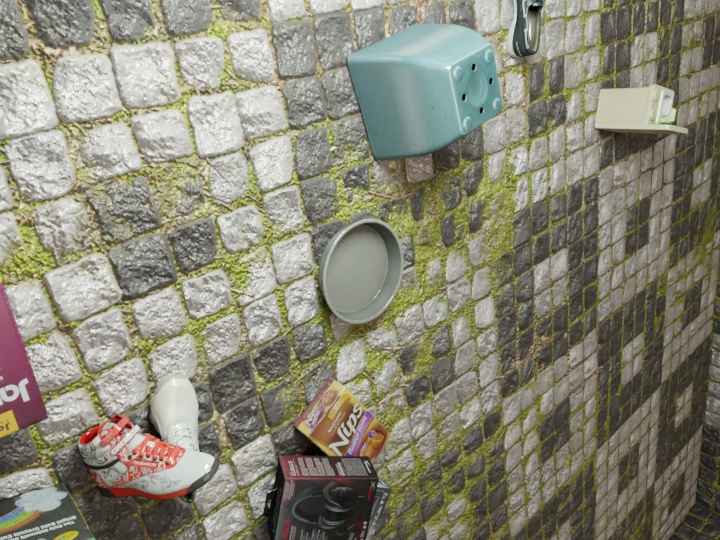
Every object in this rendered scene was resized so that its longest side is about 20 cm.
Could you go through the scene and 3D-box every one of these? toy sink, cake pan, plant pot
[{"bbox_3d":[0.751,-0.426,1.515,0.130,0.199,0.113,-5,106,-39],"label":"toy sink"},{"bbox_3d":[0.000,0.000,1.085,0.199,0.037,0.202,-13,110,-38],"label":"cake pan"},{"bbox_3d":[0.132,-0.315,1.005,0.195,0.199,0.198,-36,123,-29],"label":"plant pot"}]

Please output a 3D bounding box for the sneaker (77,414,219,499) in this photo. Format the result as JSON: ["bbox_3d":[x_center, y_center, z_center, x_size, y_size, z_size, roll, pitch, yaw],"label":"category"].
[{"bbox_3d":[-0.303,0.256,0.800,0.067,0.200,0.109,-59,135,-62],"label":"sneaker"}]

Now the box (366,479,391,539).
[{"bbox_3d":[-0.034,0.530,1.193,0.158,0.048,0.201,25,85,-41],"label":"box"}]

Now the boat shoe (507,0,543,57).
[{"bbox_3d":[0.366,-0.566,1.233,0.075,0.060,0.202,-13,110,-38],"label":"boat shoe"}]

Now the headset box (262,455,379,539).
[{"bbox_3d":[-0.081,0.429,1.064,0.198,0.077,0.150,7,103,-20],"label":"headset box"}]

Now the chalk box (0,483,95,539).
[{"bbox_3d":[-0.412,0.386,0.721,0.124,0.199,0.125,-3,104,-40],"label":"chalk box"}]

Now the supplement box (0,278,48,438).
[{"bbox_3d":[-0.467,0.097,0.660,0.130,0.103,0.202,-23,117,-35],"label":"supplement box"}]

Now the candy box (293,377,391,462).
[{"bbox_3d":[-0.031,0.319,1.134,0.117,0.056,0.200,-51,127,-17],"label":"candy box"}]

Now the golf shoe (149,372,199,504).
[{"bbox_3d":[-0.272,0.260,0.880,0.078,0.097,0.202,-10,107,-37],"label":"golf shoe"}]
